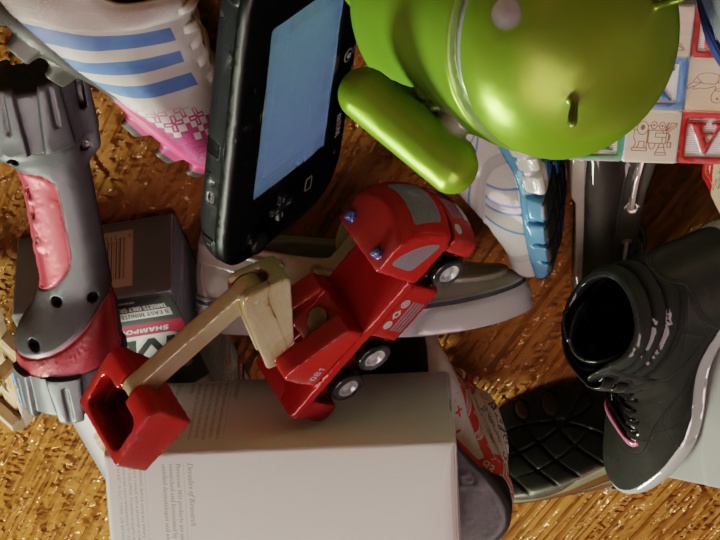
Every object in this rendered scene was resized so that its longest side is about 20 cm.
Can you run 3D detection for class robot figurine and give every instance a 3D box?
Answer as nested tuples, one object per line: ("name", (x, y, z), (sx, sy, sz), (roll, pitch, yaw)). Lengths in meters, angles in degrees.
("robot figurine", (0.071, -0.120, 1.077), (0.176, 0.200, 0.116), (-51, 124, -5))

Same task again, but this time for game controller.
("game controller", (-0.038, -0.096, 1.172), (0.104, 0.042, 0.201), (-31, 146, -35))

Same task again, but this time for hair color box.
("hair color box", (-0.135, 0.054, 1.406), (0.098, 0.061, 0.201), (-9, 143, 9))

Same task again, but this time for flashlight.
("flashlight", (-0.172, -0.017, 1.254), (0.067, 0.068, 0.202), (12, 125, 33))

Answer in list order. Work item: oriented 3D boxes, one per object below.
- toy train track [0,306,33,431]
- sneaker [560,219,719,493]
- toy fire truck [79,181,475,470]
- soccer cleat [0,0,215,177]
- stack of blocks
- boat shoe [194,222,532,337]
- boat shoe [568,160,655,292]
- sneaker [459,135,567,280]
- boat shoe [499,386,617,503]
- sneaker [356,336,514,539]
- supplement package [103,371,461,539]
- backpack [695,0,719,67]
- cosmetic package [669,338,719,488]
("toy train track", (-0.227, 0.060, 1.388), (0.115, 0.033, 0.200), (40, 162, 14))
("sneaker", (0.150, 0.058, 1.316), (0.098, 0.071, 0.201), (-11, 138, -29))
("toy fire truck", (-0.043, 0.027, 1.236), (0.200, 0.049, 0.141), (-49, 146, 20))
("soccer cleat", (-0.102, -0.115, 1.180), (0.086, 0.070, 0.200), (-45, 140, 10))
("stack of blocks", (0.204, -0.092, 1.197), (0.198, 0.059, 0.116), (2, 114, -5))
("boat shoe", (0.000, 0.000, 1.332), (0.198, 0.072, 0.066), (0, 102, 15))
("boat shoe", (0.149, -0.025, 1.315), (0.056, 0.067, 0.201), (-1, 140, 6))
("sneaker", (0.063, -0.070, 1.258), (0.086, 0.075, 0.201), (-2, 139, 16))
("boat shoe", (0.165, 0.114, 1.496), (0.199, 0.076, 0.074), (-19, 144, 21))
("sneaker", (0.033, 0.071, 1.434), (0.067, 0.108, 0.202), (-28, 102, 11))
("supplement package", (-0.041, 0.137, 1.334), (0.198, 0.121, 0.121), (-2, 106, 2))
("backpack", (0.229, -0.153, 1.046), (0.198, 0.192, 0.155), (-3, 144, -1))
("cosmetic package", (0.246, 0.074, 1.332), (0.089, 0.108, 0.200), (-7, -174, -20))
